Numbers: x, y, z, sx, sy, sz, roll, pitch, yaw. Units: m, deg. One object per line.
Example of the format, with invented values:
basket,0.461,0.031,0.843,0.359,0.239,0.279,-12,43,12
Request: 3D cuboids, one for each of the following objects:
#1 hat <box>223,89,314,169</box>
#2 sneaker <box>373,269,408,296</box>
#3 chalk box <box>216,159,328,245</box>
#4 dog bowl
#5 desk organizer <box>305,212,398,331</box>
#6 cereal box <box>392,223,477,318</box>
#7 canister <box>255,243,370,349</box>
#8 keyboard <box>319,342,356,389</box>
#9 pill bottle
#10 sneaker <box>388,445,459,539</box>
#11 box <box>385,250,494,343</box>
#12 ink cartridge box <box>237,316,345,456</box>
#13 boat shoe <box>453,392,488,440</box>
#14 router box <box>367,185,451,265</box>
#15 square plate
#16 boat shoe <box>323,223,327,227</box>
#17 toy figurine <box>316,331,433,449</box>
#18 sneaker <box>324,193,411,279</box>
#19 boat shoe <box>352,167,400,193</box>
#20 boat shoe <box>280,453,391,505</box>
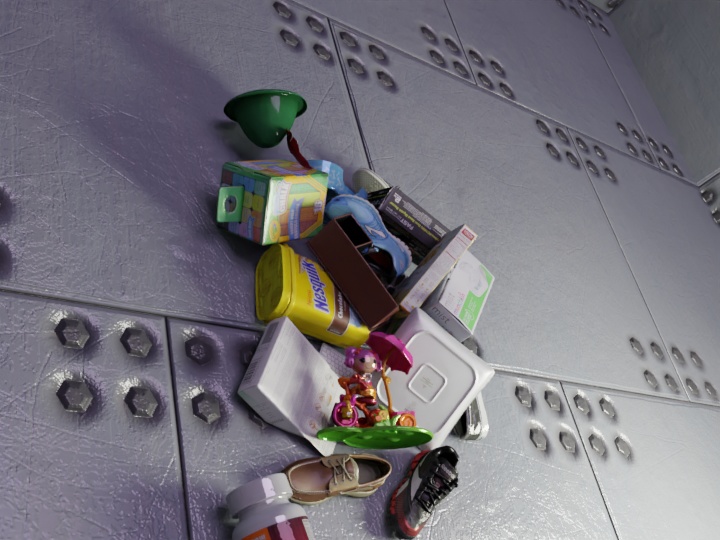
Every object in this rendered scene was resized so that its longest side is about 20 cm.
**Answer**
hat,-0.176,-0.242,1.648,0.165,0.200,0.176,-7,80,-1
sneaker,0.017,0.002,1.676,0.200,0.081,0.083,26,20,-39
chalk box,-0.171,-0.124,1.516,0.124,0.125,0.200,21,22,34
dog bowl,-0.064,-0.147,1.671,0.200,0.111,0.050,37,48,-53
desk organizer,0.000,0.000,1.522,0.200,0.077,0.072,54,32,9
cereal box,0.130,0.004,1.618,0.040,0.144,0.200,41,78,-4
canister,-0.081,0.051,1.523,0.200,0.087,0.149,23,42,-32
keyboard,0.004,0.203,1.538,0.200,0.011,0.056,34,39,-18
pill bottle,-0.113,0.392,1.175,0.110,0.110,0.200,-1,59,-45
sneaker,0.113,0.367,1.434,0.071,0.098,0.200,47,38,-6
box,0.151,0.077,1.657,0.097,0.176,0.200,44,37,-8
ink cartridge box,-0.104,0.201,1.416,0.200,0.050,0.161,53,35,-27
boat shoe,0.192,0.232,1.651,0.064,0.071,0.200,11,53,-41
router box,0.097,-0.088,1.763,0.200,0.150,0.062,36,77,-18
square plate,0.117,0.202,1.529,0.200,0.198,0.028,39,-6,-12
boat shoe,-0.006,-0.060,1.715,0.200,0.071,0.065,22,38,-42
toy figurine,0.020,0.193,1.428,0.200,0.150,0.184,9,64,-23
sneaker,0.012,-0.062,1.588,0.200,0.078,0.090,42,30,-4
boat shoe,0.060,-0.152,1.855,0.200,0.075,0.062,41,32,-19
boat shoe,-0.035,0.320,1.345,0.200,0.074,0.076,5,55,-43
